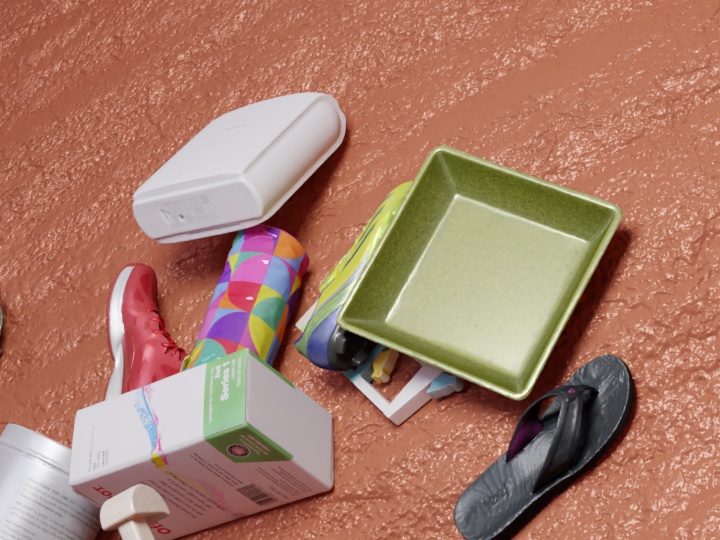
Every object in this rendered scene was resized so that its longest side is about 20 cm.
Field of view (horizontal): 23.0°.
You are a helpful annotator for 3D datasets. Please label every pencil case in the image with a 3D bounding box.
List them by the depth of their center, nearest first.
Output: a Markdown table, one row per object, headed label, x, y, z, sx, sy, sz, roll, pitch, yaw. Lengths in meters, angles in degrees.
| label | x | y | z | sx | sy | sz | roll | pitch | yaw |
| --- | --- | --- | --- | --- | --- | --- | --- | --- | --- |
| pencil case | -0.116 | 0.053 | 1.708 | 0.088 | 0.088 | 0.200 | -3 | 51 | 35 |

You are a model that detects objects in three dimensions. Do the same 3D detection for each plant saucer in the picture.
| label | x | y | z | sx | sy | sz | roll | pitch | yaw |
| --- | --- | --- | --- | --- | --- | --- | --- | --- | --- |
| plant saucer | 0.110 | 0.006 | 1.584 | 0.199 | 0.048 | 0.200 | 22 | 73 | 28 |

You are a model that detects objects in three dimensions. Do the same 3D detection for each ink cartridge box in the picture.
| label | x | y | z | sx | sy | sz | roll | pitch | yaw |
| --- | --- | --- | --- | --- | --- | --- | --- | --- | --- |
| ink cartridge box | -0.146 | 0.165 | 1.625 | 0.200 | 0.145 | 0.084 | -21 | 50 | 25 |

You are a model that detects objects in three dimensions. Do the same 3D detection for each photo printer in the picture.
| label | x | y | z | sx | sy | sz | roll | pitch | yaw |
| --- | --- | --- | --- | --- | --- | --- | --- | --- | --- |
| photo printer | -0.116 | -0.111 | 1.796 | 0.166 | 0.070 | 0.200 | -9 | 27 | 38 |

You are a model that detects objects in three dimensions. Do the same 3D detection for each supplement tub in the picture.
| label | x | y | z | sx | sy | sz | roll | pitch | yaw |
| --- | --- | --- | --- | --- | --- | --- | --- | --- | --- |
| supplement tub | -0.332 | 0.264 | 1.706 | 0.132 | 0.132 | 0.200 | 14 | 70 | 41 |

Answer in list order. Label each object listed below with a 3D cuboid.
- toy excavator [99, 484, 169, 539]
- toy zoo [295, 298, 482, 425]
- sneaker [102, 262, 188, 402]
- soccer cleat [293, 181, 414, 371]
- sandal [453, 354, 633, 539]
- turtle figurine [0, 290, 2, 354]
| label | x | y | z | sx | sy | sz | roll | pitch | yaw |
| --- | --- | --- | --- | --- | --- | --- | --- | --- | --- |
| toy excavator | -0.135 | 0.295 | 1.490 | 0.100 | 0.200 | 0.195 | -28 | 49 | 18 |
| toy zoo | 0.037 | 0.057 | 1.650 | 0.131 | 0.020 | 0.200 | -48 | 45 | -1 |
| sneaker | -0.191 | 0.081 | 1.780 | 0.115 | 0.078 | 0.201 | -9 | 67 | 21 |
| soccer cleat | -0.001 | 0.000 | 1.656 | 0.084 | 0.065 | 0.201 | 12 | 69 | 43 |
| sandal | 0.153 | 0.149 | 1.483 | 0.200 | 0.048 | 0.075 | -48 | 45 | 1 |
| turtle figurine | -0.441 | 0.075 | 1.938 | 0.150 | 0.101 | 0.201 | 10 | 83 | 56 |
